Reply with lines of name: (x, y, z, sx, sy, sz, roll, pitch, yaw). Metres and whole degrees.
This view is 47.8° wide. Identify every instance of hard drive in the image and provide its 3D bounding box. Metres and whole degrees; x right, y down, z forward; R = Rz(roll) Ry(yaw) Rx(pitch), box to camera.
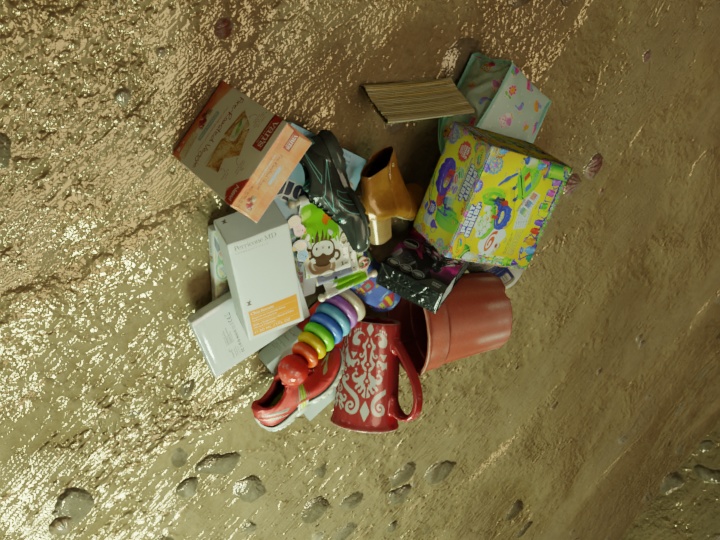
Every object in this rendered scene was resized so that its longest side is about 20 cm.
hard drive: (-0.186, 0.078, 1.380, 0.199, 0.027, 0.133, -33, 132, -20)

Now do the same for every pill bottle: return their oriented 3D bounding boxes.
pill bottle: (0.245, -0.050, 1.634, 0.111, 0.111, 0.200, -49, 136, -3)

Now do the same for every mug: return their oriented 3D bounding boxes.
mug: (0.037, 0.196, 1.553, 0.133, 0.174, 0.204, -20, 115, -82)

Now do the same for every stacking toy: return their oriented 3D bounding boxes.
stacking toy: (-0.077, 0.123, 1.446, 0.201, 0.085, 0.086, -51, 139, -27)

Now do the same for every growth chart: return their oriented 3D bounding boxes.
growth chart: (-0.049, -0.047, 1.353, 0.144, 0.018, 0.203, -30, 122, -27)

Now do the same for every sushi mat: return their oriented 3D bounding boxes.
sushi mat: (0.098, -0.290, 1.375, 0.198, 0.096, 0.012, -14, 148, -34)

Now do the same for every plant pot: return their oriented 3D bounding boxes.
plant pot: (0.175, 0.088, 1.569, 0.192, 0.201, 0.204, -8, 122, -20)

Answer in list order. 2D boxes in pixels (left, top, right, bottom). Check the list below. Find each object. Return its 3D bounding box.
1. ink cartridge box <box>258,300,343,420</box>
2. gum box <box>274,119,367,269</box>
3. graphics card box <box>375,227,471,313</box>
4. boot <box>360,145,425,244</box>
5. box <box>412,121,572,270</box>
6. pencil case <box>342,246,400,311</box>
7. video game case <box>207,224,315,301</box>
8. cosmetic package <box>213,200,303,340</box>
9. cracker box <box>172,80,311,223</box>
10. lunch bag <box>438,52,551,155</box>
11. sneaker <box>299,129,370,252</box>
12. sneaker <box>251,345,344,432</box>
ink cartridge box: (-0.081, 0.168, 1.547, 0.173, 0.043, 0.201, -41, 135, -11)
gum box: (-0.096, -0.120, 1.327, 0.169, 0.044, 0.203, 19, 95, -41)
graphics card box: (0.123, -0.012, 1.485, 0.200, 0.124, 0.051, -45, 159, -51)
boot: (0.060, -0.151, 1.407, 0.201, 0.070, 0.146, -49, 143, -46)
box: (0.227, -0.126, 1.411, 0.190, 0.122, 0.202, 8, 114, -33)
pencil case: (0.000, 0.000, 1.483, 0.077, 0.088, 0.200, -31, 137, 15)
video game case: (-0.162, -0.015, 1.378, 0.198, 0.023, 0.184, -18, 126, -31)
cosmetic package: (-0.155, 0.002, 1.267, 0.100, 0.071, 0.202, -21, 133, -16)
cracker box: (-0.171, -0.171, 1.143, 0.057, 0.200, 0.135, 33, 93, -46)
lunch bag: (0.236, -0.265, 1.487, 0.169, 0.121, 0.202, 23, 94, -46)
sneaker: (-0.046, -0.116, 1.285, 0.078, 0.075, 0.202, -25, 101, -14)
sneaker: (-0.112, 0.204, 1.462, 0.200, 0.077, 0.085, -43, 130, -9)
